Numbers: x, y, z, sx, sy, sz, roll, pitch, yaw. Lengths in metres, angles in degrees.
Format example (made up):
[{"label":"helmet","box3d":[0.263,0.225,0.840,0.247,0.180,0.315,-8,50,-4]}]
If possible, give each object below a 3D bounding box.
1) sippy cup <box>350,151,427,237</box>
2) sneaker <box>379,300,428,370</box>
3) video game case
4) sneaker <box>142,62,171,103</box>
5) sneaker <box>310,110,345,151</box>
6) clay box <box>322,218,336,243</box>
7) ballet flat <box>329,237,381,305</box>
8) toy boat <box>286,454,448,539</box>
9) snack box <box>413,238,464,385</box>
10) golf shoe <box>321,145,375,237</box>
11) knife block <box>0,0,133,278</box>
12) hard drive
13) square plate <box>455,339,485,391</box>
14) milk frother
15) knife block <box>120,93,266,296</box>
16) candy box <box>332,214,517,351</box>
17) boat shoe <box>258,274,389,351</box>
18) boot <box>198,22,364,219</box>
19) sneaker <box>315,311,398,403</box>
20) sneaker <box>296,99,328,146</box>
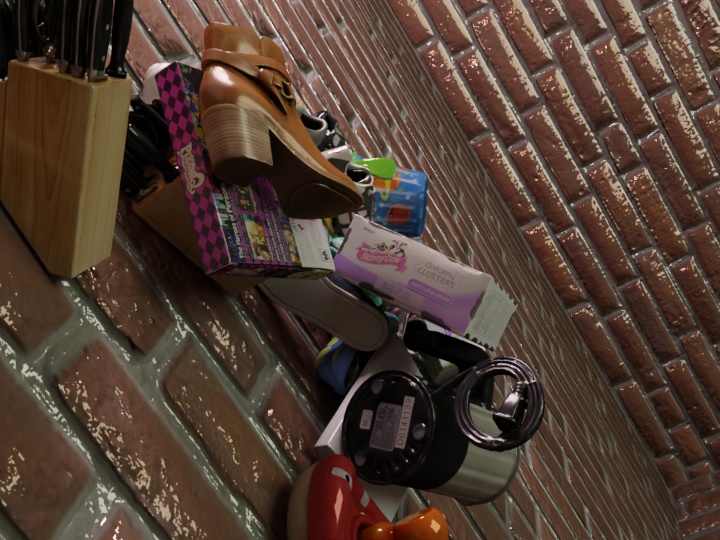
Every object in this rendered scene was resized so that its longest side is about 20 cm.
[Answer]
[{"label":"sippy cup","box3d":[0.035,-0.105,1.204,0.178,0.130,0.140,-55,151,-77]},{"label":"sneaker","box3d":[0.060,0.086,1.151,0.077,0.084,0.200,48,21,-37]},{"label":"video game case","box3d":[-0.108,-0.090,0.781,0.181,0.036,0.201,4,66,-61]},{"label":"sneaker","box3d":[-0.154,-0.154,0.884,0.200,0.099,0.078,49,58,-29]},{"label":"sneaker","box3d":[-0.064,-0.168,1.178,0.076,0.087,0.200,42,27,-44]},{"label":"clay box","box3d":[-0.090,-0.079,1.053,0.200,0.048,0.115,53,21,-23]},{"label":"ballet flat","box3d":[0.000,0.000,1.024,0.067,0.070,0.200,50,-15,22]},{"label":"toy boat","box3d":[0.022,0.259,0.749,0.200,0.130,0.131,55,20,-19]},{"label":"snack box","box3d":[0.098,0.071,1.226,0.142,0.053,0.201,105,-34,-66]},{"label":"golf shoe","box3d":[-0.009,-0.088,1.075,0.200,0.088,0.077,45,21,-48]},{"label":"knife block","box3d":[-0.210,-0.119,0.602,0.200,0.175,0.064,59,20,-9]},{"label":"hard drive","box3d":[0.028,0.185,0.919,0.132,0.027,0.200,61,36,-19]},{"label":"square plate","box3d":[0.162,0.159,1.263,0.200,0.028,0.199,-96,-172,-51]},{"label":"milk frother","box3d":[0.121,0.172,0.837,0.200,0.181,0.188,25,-1,43]},{"label":"knife block","box3d":[-0.176,-0.069,0.771,0.201,0.064,0.175,64,20,4]},{"label":"candy box","box3d":[0.079,0.019,0.907,0.167,0.072,0.200,26,-1,21]},{"label":"boat shoe","box3d":[-0.050,0.020,0.938,0.200,0.075,0.062,31,8,-4]},{"label":"boot","box3d":[-0.077,-0.139,0.767,0.200,0.077,0.156,16,55,-44]},{"label":"sneaker","box3d":[0.003,0.111,1.009,0.083,0.071,0.200,64,25,-9]},{"label":"sneaker","box3d":[-0.130,-0.222,1.076,0.200,0.079,0.074,26,38,-37]}]
